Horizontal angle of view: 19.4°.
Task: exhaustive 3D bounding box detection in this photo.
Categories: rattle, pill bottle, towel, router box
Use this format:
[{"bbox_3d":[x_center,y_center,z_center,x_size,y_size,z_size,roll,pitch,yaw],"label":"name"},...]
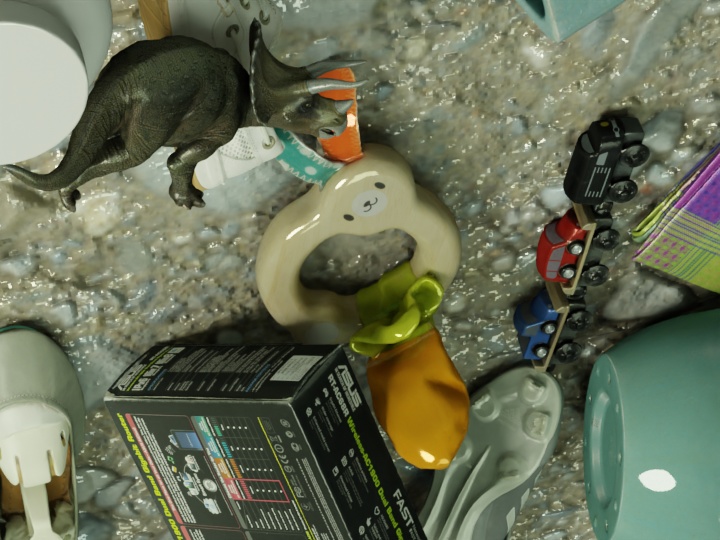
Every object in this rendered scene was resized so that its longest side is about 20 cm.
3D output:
[{"bbox_3d":[0.000,0.000,1.204,0.130,0.143,0.200,2,139,3],"label":"rattle"},{"bbox_3d":[-0.177,-0.140,0.966,0.112,0.200,0.112,-9,134,-10],"label":"pill bottle"},{"bbox_3d":[0.276,-0.062,1.316,0.144,0.023,0.200,19,124,-33],"label":"towel"},{"bbox_3d":[-0.048,0.140,1.273,0.150,0.062,0.200,-2,122,37],"label":"router box"}]

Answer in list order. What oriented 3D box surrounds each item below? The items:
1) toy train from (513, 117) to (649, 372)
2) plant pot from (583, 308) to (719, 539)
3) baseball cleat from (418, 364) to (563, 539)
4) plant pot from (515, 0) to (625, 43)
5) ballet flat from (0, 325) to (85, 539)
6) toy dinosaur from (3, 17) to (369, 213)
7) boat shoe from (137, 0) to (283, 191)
[{"bbox_3d":[0.132,-0.012,1.305,0.046,0.034,0.200,1,131,-15],"label":"toy train"},{"bbox_3d":[0.233,0.115,1.353,0.161,0.201,0.201,1,132,-6],"label":"plant pot"},{"bbox_3d":[0.083,0.147,1.424,0.200,0.070,0.106,-59,162,13],"label":"baseball cleat"},{"bbox_3d":[0.118,-0.265,0.966,0.200,0.196,0.196,-26,135,-7],"label":"plant pot"},{"bbox_3d":[-0.199,0.123,1.298,0.067,0.064,0.200,-8,133,-12],"label":"ballet flat"},{"bbox_3d":[-0.099,-0.081,1.024,0.200,0.077,0.102,-3,136,-47],"label":"toy dinosaur"},{"bbox_3d":[-0.077,-0.131,1.106,0.069,0.071,0.200,-18,139,-10],"label":"boat shoe"}]
